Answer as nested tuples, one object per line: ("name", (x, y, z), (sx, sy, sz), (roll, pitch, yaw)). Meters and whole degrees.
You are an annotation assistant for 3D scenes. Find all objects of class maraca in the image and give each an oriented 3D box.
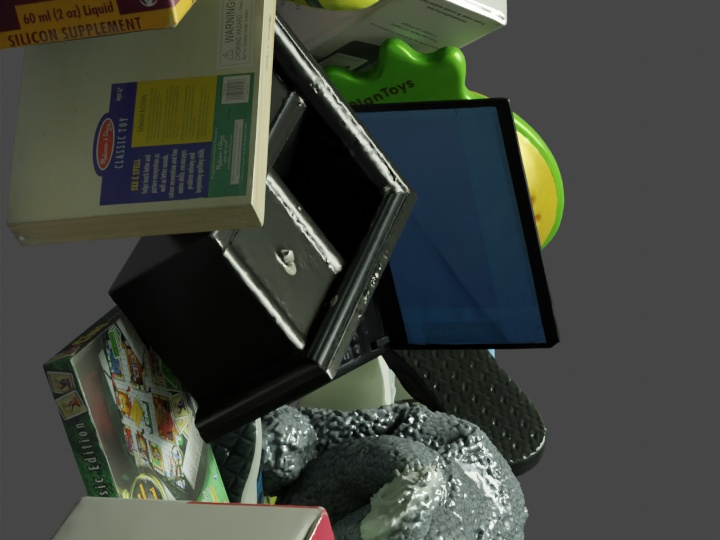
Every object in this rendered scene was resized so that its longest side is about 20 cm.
("maraca", (0.047, -0.067, 1.763), (0.200, 0.137, 0.107), (52, 23, -35))

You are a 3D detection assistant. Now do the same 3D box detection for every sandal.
("sandal", (0.049, 0.061, 1.811), (0.201, 0.075, 0.048), (59, -25, 31))

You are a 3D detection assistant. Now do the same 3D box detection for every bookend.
("bookend", (-0.082, -0.049, 1.528), (0.200, 0.092, 0.199), (52, 31, -16))

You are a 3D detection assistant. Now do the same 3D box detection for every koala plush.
("koala plush", (0.022, 0.170, 1.648), (0.200, 0.183, 0.178), (-127, -151, -78))

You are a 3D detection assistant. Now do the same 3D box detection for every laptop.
("laptop", (0.000, 0.000, 1.698), (0.103, 0.200, 0.178), (27, -43, 53))

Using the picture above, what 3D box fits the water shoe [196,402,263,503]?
("water shoe", (-0.092, 0.123, 1.611), (0.079, 0.071, 0.200), (-126, -151, -74))

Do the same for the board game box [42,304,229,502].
("board game box", (-0.110, 0.120, 1.516), (0.105, 0.023, 0.200), (-44, 120, -60))

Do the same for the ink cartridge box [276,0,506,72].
("ink cartridge box", (-0.004, -0.195, 1.766), (0.084, 0.200, 0.146), (17, 62, -36))

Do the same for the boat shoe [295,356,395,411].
("boat shoe", (-0.003, 0.095, 1.923), (0.201, 0.070, 0.072), (-84, 158, -48))

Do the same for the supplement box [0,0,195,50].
("supplement box", (-0.154, -0.221, 1.395), (0.086, 0.110, 0.200), (-65, 146, -63))

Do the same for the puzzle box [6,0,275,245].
("puzzle box", (-0.113, -0.108, 1.466), (0.025, 0.133, 0.200), (68, 22, -58))

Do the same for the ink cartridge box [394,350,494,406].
("ink cartridge box", (0.050, 0.054, 2.148), (0.200, 0.068, 0.116), (56, 31, -61))

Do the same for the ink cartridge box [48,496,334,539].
("ink cartridge box", (-0.074, 0.220, 1.427), (0.086, 0.147, 0.200), (-56, 139, -54))

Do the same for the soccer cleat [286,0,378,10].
("soccer cleat", (-0.062, -0.207, 1.562), (0.065, 0.200, 0.084), (-58, -161, -6))
